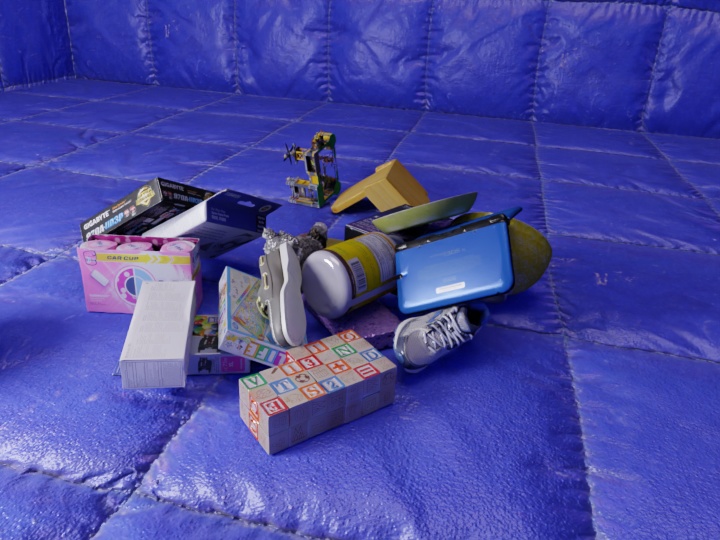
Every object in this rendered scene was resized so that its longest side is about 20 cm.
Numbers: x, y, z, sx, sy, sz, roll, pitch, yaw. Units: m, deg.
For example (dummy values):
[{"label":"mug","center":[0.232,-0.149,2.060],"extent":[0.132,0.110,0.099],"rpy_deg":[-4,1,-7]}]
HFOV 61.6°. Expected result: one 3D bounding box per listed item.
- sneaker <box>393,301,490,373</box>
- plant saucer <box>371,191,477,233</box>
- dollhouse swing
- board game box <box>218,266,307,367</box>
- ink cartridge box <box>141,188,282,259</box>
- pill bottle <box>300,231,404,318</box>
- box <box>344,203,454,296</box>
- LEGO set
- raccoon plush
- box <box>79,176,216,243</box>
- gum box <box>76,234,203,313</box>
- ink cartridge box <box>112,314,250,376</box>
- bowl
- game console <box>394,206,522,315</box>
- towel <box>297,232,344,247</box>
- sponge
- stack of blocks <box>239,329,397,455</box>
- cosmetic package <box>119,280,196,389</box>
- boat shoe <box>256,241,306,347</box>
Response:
[{"label":"sneaker","center":[0.127,0.088,0.915],"extent":[0.198,0.079,0.085],"rpy_deg":[-25,-3,-44]},{"label":"plant saucer","center":[0.117,-0.099,1.077],"extent":[0.195,0.032,0.200],"rpy_deg":[-16,2,1]},{"label":"dollhouse swing","center":[0.053,-0.169,1.552],"extent":[0.182,0.175,0.201],"rpy_deg":[44,24,-10]},{"label":"board game box","center":[-0.153,0.073,0.937],"extent":[0.132,0.035,0.201],"rpy_deg":[22,19,-21]},{"label":"ink cartridge box","center":[-0.264,-0.078,1.116],"extent":[0.196,0.042,0.199],"rpy_deg":[-24,-12,21]},{"label":"pill bottle","center":[0.000,0.000,1.019],"extent":[0.108,0.112,0.198],"rpy_deg":[21,28,35]},{"label":"box","center":[0.082,-0.047,1.208],"extent":[0.146,0.107,0.198],"rpy_deg":[21,31,36]},{"label":"LEGO set","center":[-0.134,-0.264,1.570],"extent":[0.113,0.203,0.155],"rpy_deg":[12,46,24]},{"label":"raccoon plush","center":[-0.124,-0.060,1.119],"extent":[0.094,0.136,0.203],"rpy_deg":[1,46,8]},{"label":"box","center":[-0.375,-0.092,1.088],"extent":[0.196,0.047,0.158],"rpy_deg":[-24,-13,23]},{"label":"gum box","center":[-0.373,0.007,1.024],"extent":[0.194,0.117,0.066],"rpy_deg":[2,24,-2]},{"label":"ink cartridge box","center":[-0.262,0.110,0.911],"extent":[0.194,0.043,0.120],"rpy_deg":[-3,25,-8]},{"label":"bowl","center":[0.243,-0.007,1.108],"extent":[0.195,0.201,0.110],"rpy_deg":[13,68,21]},{"label":"game console","center":[0.166,-0.018,0.982],"extent":[0.196,0.176,0.117],"rpy_deg":[-15,-23,32]},{"label":"towel","center":[-0.101,-0.029,1.246],"extent":[0.140,0.023,0.200],"rpy_deg":[13,27,19]},{"label":"sponge","center":[-0.013,0.074,1.027],"extent":[0.109,0.031,0.199],"rpy_deg":[-9,27,-27]},{"label":"stack of blocks","center":[-0.062,0.155,0.810],"extent":[0.196,0.060,0.114],"rpy_deg":[-15,30,-33]},{"label":"cosmetic package","center":[-0.279,0.085,0.852],"extent":[0.080,0.052,0.201],"rpy_deg":[2,28,-11]},{"label":"boat shoe","center":[-0.122,0.040,0.909],"extent":[0.059,0.073,0.204],"rpy_deg":[-20,41,9]}]
